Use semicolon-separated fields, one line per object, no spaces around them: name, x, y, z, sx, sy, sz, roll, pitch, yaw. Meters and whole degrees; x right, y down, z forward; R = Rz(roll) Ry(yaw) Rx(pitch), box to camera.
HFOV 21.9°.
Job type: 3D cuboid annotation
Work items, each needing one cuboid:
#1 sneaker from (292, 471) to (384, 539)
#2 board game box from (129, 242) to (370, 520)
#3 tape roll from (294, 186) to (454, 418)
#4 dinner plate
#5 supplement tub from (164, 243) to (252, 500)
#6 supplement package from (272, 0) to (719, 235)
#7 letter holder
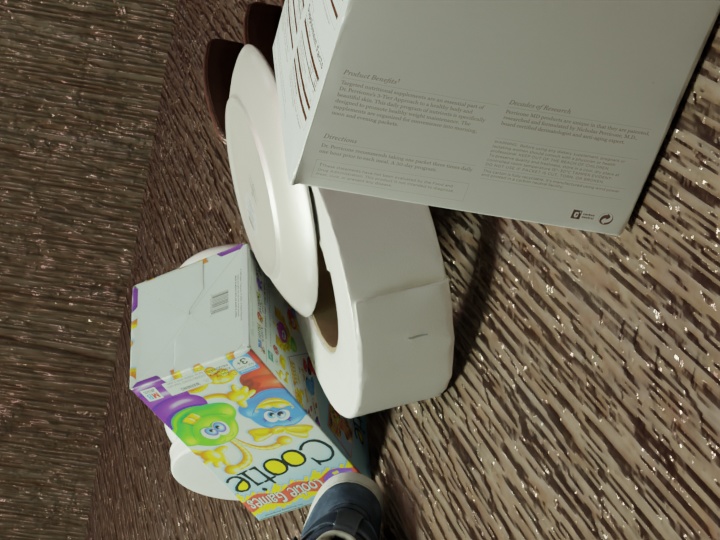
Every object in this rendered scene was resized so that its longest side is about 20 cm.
sneaker;-0.032;0.263;1.361;0.146;0.077;0.203;-84;5;-77
board game box;-0.083;0.090;1.438;0.200;0.103;0.105;53;-156;-43
tape roll;0.000;0.000;1.310;0.202;0.071;0.203;168;90;-77
dinner plate;-0.069;-0.062;1.338;0.200;0.024;0.201;167;90;-78
supplement tub;-0.104;0.090;1.669;0.140;0.140;0.200;119;156;-55
supplement package;0.071;-0.151;0.983;0.147;0.191;0.200;-100;23;-50
letter holder;-0.062;-0.190;1.655;0.200;0.142;0.101;-103;24;-56
